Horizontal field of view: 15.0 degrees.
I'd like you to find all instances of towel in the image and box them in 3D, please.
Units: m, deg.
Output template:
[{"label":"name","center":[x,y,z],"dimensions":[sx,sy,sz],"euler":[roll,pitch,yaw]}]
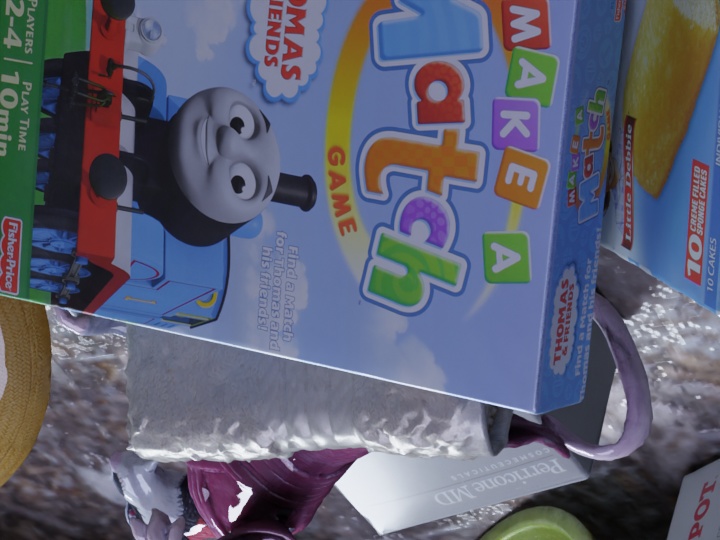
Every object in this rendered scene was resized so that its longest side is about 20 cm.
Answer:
[{"label":"towel","center":[-0.016,-0.039,0.857],"dimensions":[0.132,0.200,0.034],"euler":[-4,173,29]}]

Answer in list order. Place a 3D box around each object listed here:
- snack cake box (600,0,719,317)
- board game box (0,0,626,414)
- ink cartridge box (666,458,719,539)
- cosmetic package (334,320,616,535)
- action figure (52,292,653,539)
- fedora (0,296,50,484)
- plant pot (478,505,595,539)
[{"label":"snack cake box","center":[0.114,-0.096,0.749],"dimensions":[0.067,0.115,0.200],"euler":[-1,102,-15]},{"label":"board game box","center":[-0.021,-0.051,0.805],"dimensions":[0.200,0.037,0.151],"euler":[11,102,29]},{"label":"ink cartridge box","center":[0.197,0.116,1.011],"dimensions":[0.084,0.145,0.200],"euler":[36,138,-17]},{"label":"cosmetic package","center":[0.000,0.000,1.013],"dimensions":[0.107,0.090,0.200],"euler":[-21,123,35]},{"label":"action figure","center":[-0.020,0.045,0.953],"dimensions":[0.149,0.134,0.200],"euler":[8,143,-31]},{"label":"fedora","center":[-0.199,0.003,1.074],"dimensions":[0.200,0.082,0.201],"euler":[9,116,20]},{"label":"plant pot","center":[0.129,0.225,1.154],"dimensions":[0.190,0.200,0.200],"euler":[22,142,-19]}]
